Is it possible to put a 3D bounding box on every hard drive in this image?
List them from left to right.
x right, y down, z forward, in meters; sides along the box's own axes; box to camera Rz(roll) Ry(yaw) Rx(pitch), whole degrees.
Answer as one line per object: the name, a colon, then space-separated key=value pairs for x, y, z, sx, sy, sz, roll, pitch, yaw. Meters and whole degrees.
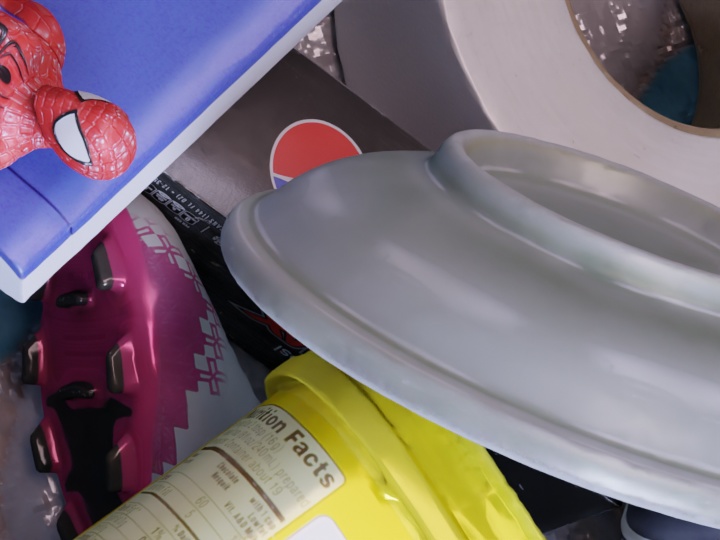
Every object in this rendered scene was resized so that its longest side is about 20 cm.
hard drive: x=-0.072 y=-0.101 z=0.774 sx=0.132 sy=0.025 sz=0.200 roll=39 pitch=66 yaw=13

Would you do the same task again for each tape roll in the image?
tape roll: x=0.093 y=-0.085 z=0.936 sx=0.201 sy=0.071 sz=0.204 roll=9 pitch=71 yaw=-27

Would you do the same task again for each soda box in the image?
soda box: x=0.000 y=0.000 z=0.857 sx=0.200 sy=0.071 sz=0.064 roll=37 pitch=62 yaw=-15

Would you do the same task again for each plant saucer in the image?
plant saucer: x=0.063 y=0.005 z=0.738 sx=0.199 sy=0.200 sz=0.051 roll=14 pitch=105 yaw=-25

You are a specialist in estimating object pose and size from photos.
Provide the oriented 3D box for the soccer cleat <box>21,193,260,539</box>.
soccer cleat: x=-0.042 y=0.072 z=0.818 sx=0.086 sy=0.070 sz=0.201 roll=-8 pitch=86 yaw=-34

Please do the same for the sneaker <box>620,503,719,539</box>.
sneaker: x=0.146 y=0.022 z=0.859 sx=0.200 sy=0.078 sz=0.080 roll=-33 pitch=118 yaw=-36

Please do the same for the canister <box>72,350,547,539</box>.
canister: x=-0.040 y=0.129 z=0.727 sx=0.199 sy=0.087 sz=0.149 roll=-35 pitch=94 yaw=-14

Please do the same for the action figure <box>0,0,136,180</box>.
action figure: x=-0.144 y=-0.076 z=0.714 sx=0.199 sy=0.052 sz=0.066 roll=30 pitch=60 yaw=6
